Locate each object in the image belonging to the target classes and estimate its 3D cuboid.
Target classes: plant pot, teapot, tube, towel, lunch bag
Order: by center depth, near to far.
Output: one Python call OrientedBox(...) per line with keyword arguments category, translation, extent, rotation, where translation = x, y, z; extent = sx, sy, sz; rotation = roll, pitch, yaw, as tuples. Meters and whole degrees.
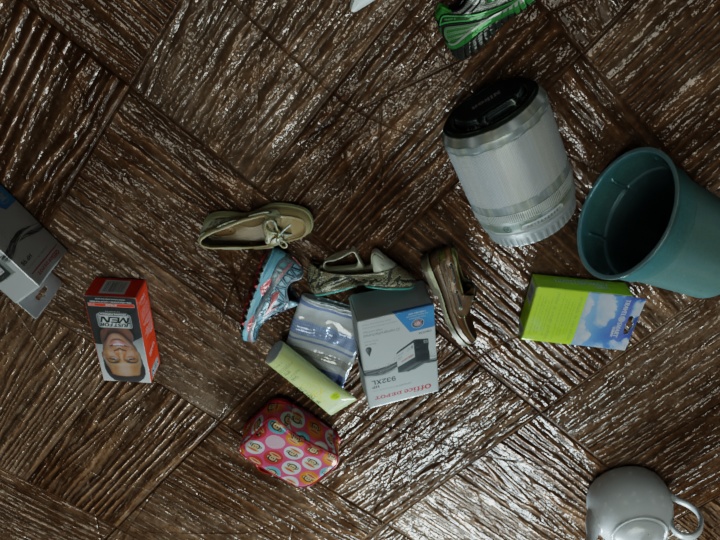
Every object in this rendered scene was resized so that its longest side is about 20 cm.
OrientedBox(category="plant pot", translation=(0.476, -0.056, 0.952), extent=(0.191, 0.203, 0.203), rotation=(18, 123, -18))
OrientedBox(category="towel", translation=(-0.071, 0.141, 1.196), extent=(0.142, 0.024, 0.204), rotation=(17, 122, -7))
OrientedBox(category="tube", translation=(-0.098, 0.215, 1.208), extent=(0.200, 0.057, 0.053), rotation=(44, 72, -26))
OrientedBox(category="lunch bag", translation=(-0.155, 0.379, 1.316), extent=(0.198, 0.083, 0.176), rotation=(37, 118, -20))
OrientedBox(category="teapot", translation=(0.599, 0.540, 1.343), extent=(0.193, 0.148, 0.202), rotation=(26, 120, -14))

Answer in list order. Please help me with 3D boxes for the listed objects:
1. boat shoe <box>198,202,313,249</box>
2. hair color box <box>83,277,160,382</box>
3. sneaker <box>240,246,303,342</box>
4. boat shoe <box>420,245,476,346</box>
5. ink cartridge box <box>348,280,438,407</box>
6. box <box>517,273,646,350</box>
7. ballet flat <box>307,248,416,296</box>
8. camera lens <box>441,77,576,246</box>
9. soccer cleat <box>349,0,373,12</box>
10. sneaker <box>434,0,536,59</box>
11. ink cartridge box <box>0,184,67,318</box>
OrientedBox(category="boat shoe", translation=(-0.175, -0.065, 1.045), extent=(0.193, 0.063, 0.075), rotation=(-7, 122, 7))
OrientedBox(category="hair color box", translation=(-0.450, 0.116, 1.176), extent=(0.098, 0.062, 0.205), rotation=(2, 123, 0))
OrientedBox(category="sneaker", translation=(-0.158, 0.059, 1.115), extent=(0.093, 0.080, 0.203), rotation=(19, 122, -12))
OrientedBox(category="boat shoe", translation=(0.174, 0.050, 1.096), extent=(0.066, 0.073, 0.203), rotation=(-21, 119, 17))
OrientedBox(category="ink cartridge box", translation=(0.064, 0.137, 1.135), extent=(0.140, 0.084, 0.205), rotation=(-12, 123, -6))
OrientedBox(category="box", translation=(0.395, 0.076, 1.116), extent=(0.193, 0.048, 0.125), rotation=(6, 124, -1))
OrientedBox(category="ballet flat", translation=(0.000, 0.000, 1.083), extent=(0.193, 0.068, 0.078), rotation=(-4, 107, 8))
OrientedBox(category="camera lens", translation=(0.219, -0.161, 0.906), extent=(0.156, 0.162, 0.203), rotation=(-22, 119, 16))
OrientedBox(category="soccer cleat", translation=(-0.040, -0.435, 0.802), extent=(0.084, 0.069, 0.200), rotation=(-36, 119, 18))
OrientedBox(category="sneaker", translation=(0.184, -0.377, 0.820), extent=(0.198, 0.079, 0.085), rotation=(-37, 114, 24))
OrientedBox(category="ink cartridge box", translation=(-0.587, -0.033, 1.056), extent=(0.065, 0.117, 0.201), rotation=(-28, 118, 18))
